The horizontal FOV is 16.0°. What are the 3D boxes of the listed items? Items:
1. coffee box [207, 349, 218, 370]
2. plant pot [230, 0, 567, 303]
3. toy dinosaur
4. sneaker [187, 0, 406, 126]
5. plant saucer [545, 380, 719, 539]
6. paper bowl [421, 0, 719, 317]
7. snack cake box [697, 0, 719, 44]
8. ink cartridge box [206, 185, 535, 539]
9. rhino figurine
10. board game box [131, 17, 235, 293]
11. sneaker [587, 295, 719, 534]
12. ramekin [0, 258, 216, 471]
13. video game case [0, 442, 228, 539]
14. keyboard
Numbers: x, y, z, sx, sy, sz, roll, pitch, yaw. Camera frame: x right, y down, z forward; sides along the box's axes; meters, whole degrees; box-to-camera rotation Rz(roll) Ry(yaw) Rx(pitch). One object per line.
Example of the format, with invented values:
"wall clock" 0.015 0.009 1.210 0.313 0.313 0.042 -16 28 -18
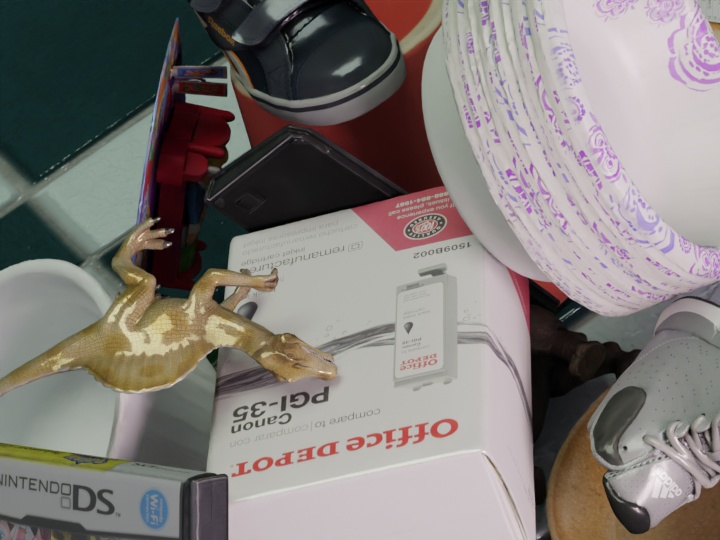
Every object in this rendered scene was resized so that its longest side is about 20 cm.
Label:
"coffee box" -0.082 0.093 1.435 0.199 0.044 0.123 15 51 47
"plant pot" 0.024 -0.072 1.461 0.199 0.178 0.201 -20 33 14
"toy dinosaur" -0.110 0.029 1.241 0.198 0.058 0.101 -8 37 14
"sneaker" -0.048 -0.143 1.376 0.078 0.080 0.200 -35 34 -12
"plant saucer" 0.188 0.099 1.230 0.199 0.036 0.201 -20 34 14
"paper bowl" 0.106 -0.075 1.266 0.104 0.201 0.201 -23 30 31
"snack cake box" 0.183 -0.104 1.450 0.114 0.068 0.201 8 39 2
"ink cartridge box" 0.008 0.061 1.263 0.145 0.083 0.201 -13 39 13
"rhino figurine" 0.054 0.092 1.319 0.200 0.060 0.087 -45 39 -22
"board game box" -0.097 -0.044 1.454 0.039 0.200 0.159 8 74 1
"sneaker" 0.173 0.085 1.172 0.115 0.075 0.200 -43 25 -14
"ramekin" -0.161 0.104 1.364 0.200 0.097 0.202 -21 57 36
"video game case" -0.135 0.188 1.224 0.180 0.202 0.025 4 5 40
"keyboard" 0.000 0.000 1.365 0.127 0.200 0.021 -35 34 33
